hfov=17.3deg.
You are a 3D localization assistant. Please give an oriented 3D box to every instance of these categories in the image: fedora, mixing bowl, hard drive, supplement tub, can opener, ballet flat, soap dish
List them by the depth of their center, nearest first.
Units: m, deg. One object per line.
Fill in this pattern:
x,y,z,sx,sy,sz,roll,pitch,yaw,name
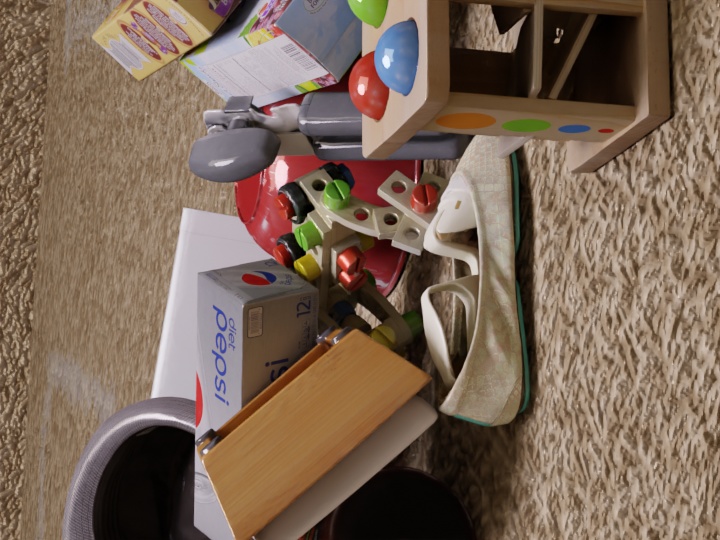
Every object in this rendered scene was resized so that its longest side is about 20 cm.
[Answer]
0.069,-0.002,1.482,0.067,0.062,0.201,126,145,-62,ballet flat
-0.034,0.105,1.531,0.081,0.157,0.200,50,175,-2,soap dish
0.002,0.206,1.601,0.200,0.106,0.108,129,141,-65,supplement tub
-0.024,-0.084,1.610,0.053,0.199,0.067,56,-135,-46,can opener
-0.033,-0.080,1.783,0.200,0.108,0.202,-176,90,-75,mixing bowl
-0.130,0.184,1.817,0.090,0.176,0.201,-22,-43,-60,fedora
-0.093,0.060,1.884,0.026,0.131,0.201,160,120,-88,hard drive

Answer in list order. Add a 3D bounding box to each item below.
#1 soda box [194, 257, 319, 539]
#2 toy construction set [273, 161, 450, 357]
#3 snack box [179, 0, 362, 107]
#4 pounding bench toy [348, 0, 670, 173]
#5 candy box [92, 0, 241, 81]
-0.074,0.098,1.660,0.068,0.063,0.201,32,127,50,soda box
0.000,0.000,1.642,0.131,0.092,0.200,52,143,26,toy construction set
-0.029,-0.203,1.679,0.169,0.068,0.200,-55,16,-17,snack box
0.075,-0.170,1.320,0.124,0.155,0.201,143,129,-70,pounding bench toy
-0.120,-0.211,1.722,0.117,0.056,0.200,-53,11,-15,candy box
